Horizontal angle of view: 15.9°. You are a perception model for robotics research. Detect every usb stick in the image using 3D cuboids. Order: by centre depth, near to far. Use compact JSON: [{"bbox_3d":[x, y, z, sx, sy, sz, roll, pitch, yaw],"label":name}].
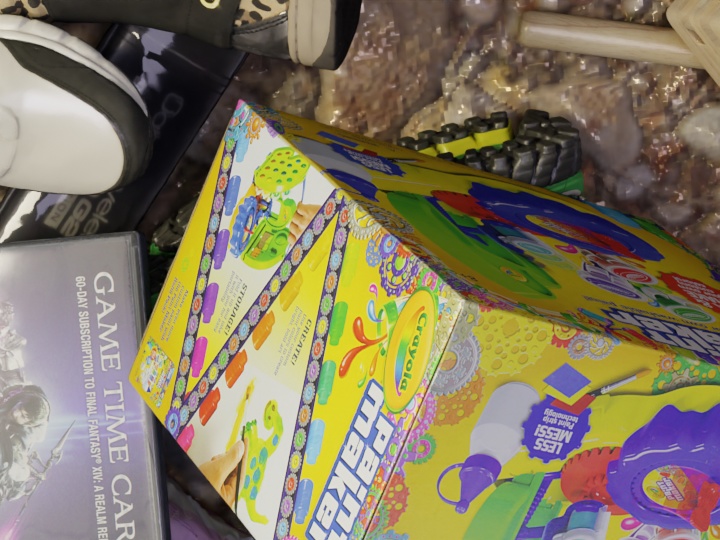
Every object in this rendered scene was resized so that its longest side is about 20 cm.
[{"bbox_3d":[-0.097,-0.052,1.030,0.055,0.033,0.200,29,99,-26],"label":"usb stick"}]

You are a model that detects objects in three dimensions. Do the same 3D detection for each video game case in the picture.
[{"bbox_3d":[-0.177,0.064,1.004,0.199,0.019,0.143,-5,89,4],"label":"video game case"}]

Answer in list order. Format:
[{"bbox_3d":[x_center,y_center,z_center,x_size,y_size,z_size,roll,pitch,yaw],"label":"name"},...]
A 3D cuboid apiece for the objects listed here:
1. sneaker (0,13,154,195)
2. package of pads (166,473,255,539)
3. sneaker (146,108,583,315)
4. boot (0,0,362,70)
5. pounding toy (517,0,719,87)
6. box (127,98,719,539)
[{"bbox_3d":[-0.177,-0.057,0.962,0.199,0.080,0.074,12,130,-3],"label":"sneaker"},{"bbox_3d":[-0.144,0.152,1.061,0.200,0.076,0.120,-46,108,3],"label":"package of pads"},{"bbox_3d":[0.000,0.000,1.045,0.199,0.078,0.085,-13,111,-10],"label":"sneaker"},{"bbox_3d":[-0.075,-0.173,0.948,0.150,0.073,0.201,3,116,12],"label":"boot"},{"bbox_3d":[0.210,-0.095,1.051,0.200,0.142,0.184,-45,113,-8],"label":"pounding toy"},{"bbox_3d":[0.053,0.047,0.941,0.200,0.193,0.122,14,106,-32],"label":"box"}]
